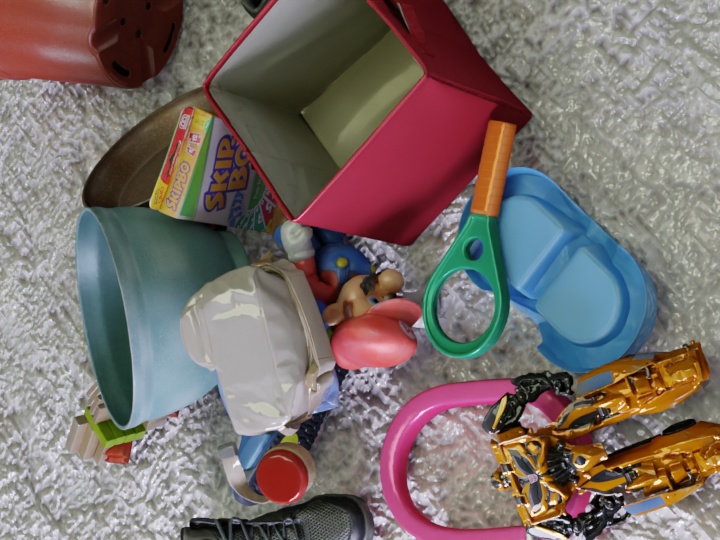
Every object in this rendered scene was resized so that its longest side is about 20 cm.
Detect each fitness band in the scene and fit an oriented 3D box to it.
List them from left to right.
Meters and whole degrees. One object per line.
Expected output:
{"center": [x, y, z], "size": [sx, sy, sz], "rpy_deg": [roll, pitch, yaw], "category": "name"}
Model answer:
{"center": [0.105, 0.166, 1.404], "size": [0.199, 0.037, 0.145], "rpy_deg": [-8, 79, 33], "category": "fitness band"}

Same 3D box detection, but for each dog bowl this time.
{"center": [0.167, 0.000, 1.374], "size": [0.200, 0.049, 0.112], "rpy_deg": [47, 110, 30], "category": "dog bowl"}

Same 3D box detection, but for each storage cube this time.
{"center": [0.005, -0.147, 1.430], "size": [0.200, 0.179, 0.171], "rpy_deg": [-47, 61, 22], "category": "storage cube"}

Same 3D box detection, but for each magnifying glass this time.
{"center": [0.100, -0.025, 1.385], "size": [0.079, 0.022, 0.202], "rpy_deg": [12, 92, 37], "category": "magnifying glass"}

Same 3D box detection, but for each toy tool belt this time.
{"center": [-0.067, 0.087, 1.406], "size": [0.124, 0.123, 0.202], "rpy_deg": [-16, 94, 22], "category": "toy tool belt"}

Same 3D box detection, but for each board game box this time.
{"center": [-0.118, -0.089, 1.495], "size": [0.030, 0.200, 0.096], "rpy_deg": [23, 97, 27], "category": "board game box"}

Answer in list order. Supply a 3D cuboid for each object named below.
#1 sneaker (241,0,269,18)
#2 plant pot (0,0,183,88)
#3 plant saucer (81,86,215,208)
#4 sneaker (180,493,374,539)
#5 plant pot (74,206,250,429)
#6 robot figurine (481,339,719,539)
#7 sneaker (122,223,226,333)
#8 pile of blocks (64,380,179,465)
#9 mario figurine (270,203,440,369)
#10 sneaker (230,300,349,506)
{"center": [-0.070, -0.321, 1.564], "size": [0.074, 0.084, 0.202], "rpy_deg": [-5, 81, 34], "category": "sneaker"}
{"center": [-0.298, -0.273, 1.665], "size": [0.194, 0.200, 0.203], "rpy_deg": [15, 92, 27], "category": "plant pot"}
{"center": [-0.177, -0.109, 1.587], "size": [0.199, 0.037, 0.201], "rpy_deg": [-26, 28, 15], "category": "plant saucer"}
{"center": [-0.087, 0.250, 1.481], "size": [0.198, 0.114, 0.077], "rpy_deg": [-16, 79, 31], "category": "sneaker"}
{"center": [-0.171, 0.033, 1.497], "size": [0.200, 0.133, 0.202], "rpy_deg": [170, 90, -70], "category": "plant pot"}
{"center": [0.192, 0.137, 1.300], "size": [0.199, 0.058, 0.146], "rpy_deg": [-23, 92, 17], "category": "robot figurine"}
{"center": [-0.201, 0.005, 1.630], "size": [0.078, 0.075, 0.201], "rpy_deg": [32, 95, 44], "category": "sneaker"}
{"center": [-0.211, 0.126, 1.604], "size": [0.200, 0.082, 0.062], "rpy_deg": [-49, 59, 19], "category": "pile of blocks"}
{"center": [0.000, 0.000, 1.447], "size": [0.107, 0.123, 0.200], "rpy_deg": [89, 155, -43], "category": "mario figurine"}
{"center": [-0.074, 0.116, 1.502], "size": [0.078, 0.066, 0.201], "rpy_deg": [24, 82, 29], "category": "sneaker"}
